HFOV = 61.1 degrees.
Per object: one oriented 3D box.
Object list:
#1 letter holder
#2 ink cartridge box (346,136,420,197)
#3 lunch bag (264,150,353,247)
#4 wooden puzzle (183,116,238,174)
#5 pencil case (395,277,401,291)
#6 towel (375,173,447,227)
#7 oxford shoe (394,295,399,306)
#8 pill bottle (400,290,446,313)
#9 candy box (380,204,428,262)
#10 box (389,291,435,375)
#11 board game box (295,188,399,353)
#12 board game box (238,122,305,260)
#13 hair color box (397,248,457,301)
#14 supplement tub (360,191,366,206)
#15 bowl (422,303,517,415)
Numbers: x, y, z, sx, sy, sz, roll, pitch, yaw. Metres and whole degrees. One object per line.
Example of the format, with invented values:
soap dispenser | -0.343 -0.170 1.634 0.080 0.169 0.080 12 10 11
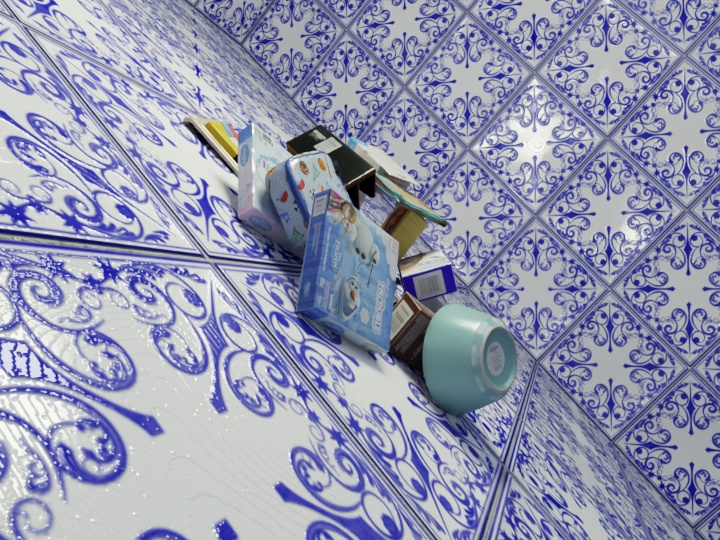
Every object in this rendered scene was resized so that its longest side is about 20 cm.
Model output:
letter holder | -0.063 -0.193 1.328 0.200 0.099 0.145 44 -28 33
ink cartridge box | 0.046 -0.238 1.484 0.113 0.069 0.201 13 26 -40
lunch bag | -0.081 -0.127 1.099 0.164 0.074 0.199 64 27 -3
wooden puzzle | -0.273 -0.263 1.314 0.200 0.037 0.185 44 11 -6
pencil case | 0.000 0.000 1.268 0.199 0.079 0.089 36 -1 -39
towel | 0.099 -0.163 1.346 0.197 0.022 0.147 18 23 -49
oxford shoe | 0.032 0.048 1.187 0.199 0.072 0.073 40 -6 -26
pill bottle | 0.145 0.085 1.407 0.111 0.112 0.200 43 12 -4
candy box | 0.066 -0.060 1.401 0.056 0.201 0.117 35 13 -18
box | 0.131 0.140 1.180 0.199 0.101 0.075 38 8 -32
board game box | -0.013 0.006 0.997 0.198 0.042 0.206 34 54 -45
board game box | -0.145 -0.139 1.136 0.199 0.043 0.204 35 36 -44
hair color box | 0.139 0.009 1.317 0.200 0.106 0.067 -90 165 -81
supplement tub | -0.096 -0.212 1.499 0.199 0.146 0.146 40 11 -18
bowl | 0.214 0.162 1.111 0.103 0.206 0.199 -8 -34 46
